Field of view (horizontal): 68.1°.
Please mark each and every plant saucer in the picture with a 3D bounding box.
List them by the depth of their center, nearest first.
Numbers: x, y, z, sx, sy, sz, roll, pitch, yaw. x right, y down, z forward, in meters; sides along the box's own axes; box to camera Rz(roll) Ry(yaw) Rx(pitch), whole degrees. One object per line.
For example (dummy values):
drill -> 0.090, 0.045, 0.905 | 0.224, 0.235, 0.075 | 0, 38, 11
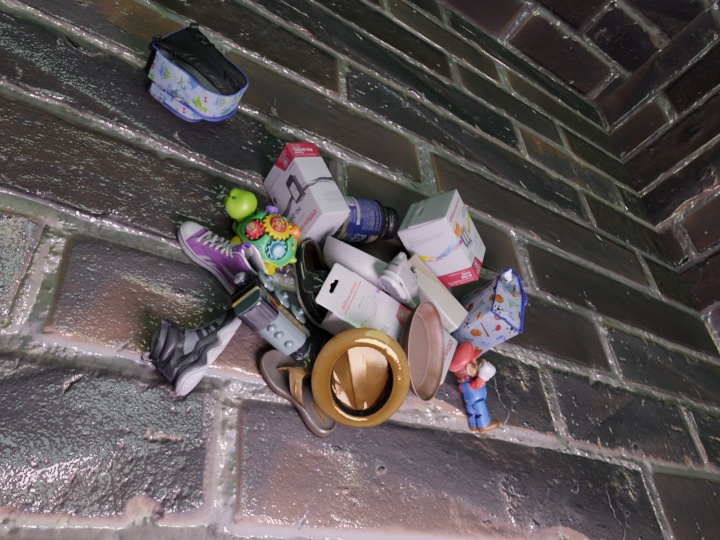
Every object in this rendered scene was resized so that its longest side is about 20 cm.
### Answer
plant saucer -> 0.122, 0.162, 1.080 | 0.200, 0.036, 0.203 | 10, 79, -60

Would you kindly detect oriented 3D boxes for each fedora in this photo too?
fedora -> -0.001, 0.194, 1.007 | 0.200, 0.201, 0.082 | 34, 9, -13

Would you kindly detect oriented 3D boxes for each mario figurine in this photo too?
mario figurine -> 0.274, 0.260, 1.220 | 0.105, 0.123, 0.202 | -10, 84, -53

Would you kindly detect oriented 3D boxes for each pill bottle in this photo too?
pill bottle -> -0.004, -0.125, 1.321 | 0.198, 0.112, 0.113 | 3, 57, -38

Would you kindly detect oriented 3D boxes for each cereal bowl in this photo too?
cereal bowl -> 0.000, 0.000, 1.205 | 0.198, 0.084, 0.200 | 25, 1, 0

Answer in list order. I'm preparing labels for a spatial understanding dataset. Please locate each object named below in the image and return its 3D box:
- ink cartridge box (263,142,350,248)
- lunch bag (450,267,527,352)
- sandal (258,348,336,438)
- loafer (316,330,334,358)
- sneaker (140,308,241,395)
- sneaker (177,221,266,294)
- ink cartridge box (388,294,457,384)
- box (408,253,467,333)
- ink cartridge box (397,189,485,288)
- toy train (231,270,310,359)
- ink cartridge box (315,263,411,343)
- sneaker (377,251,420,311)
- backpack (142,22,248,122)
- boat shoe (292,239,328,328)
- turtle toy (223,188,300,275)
ink cartridge box -> -0.128, -0.169, 1.227 | 0.083, 0.145, 0.201 | -10, 64, -41
lunch bag -> 0.335, 0.102, 1.378 | 0.123, 0.170, 0.201 | 37, 41, -14
sandal -> -0.110, 0.225, 1.002 | 0.201, 0.055, 0.081 | 52, 42, 6
loafer -> -0.038, 0.136, 1.110 | 0.201, 0.067, 0.071 | -62, 143, -45
sneaker -> -0.290, 0.111, 0.927 | 0.113, 0.076, 0.201 | 37, 40, -6
sneaker -> -0.264, -0.044, 1.043 | 0.200, 0.114, 0.073 | 42, 43, -3
ink cartridge box -> 0.112, 0.163, 1.211 | 0.200, 0.083, 0.147 | 41, 42, -6
box -> 0.160, 0.070, 1.318 | 0.200, 0.095, 0.078 | 49, 41, 1
ink cartridge box -> 0.215, -0.078, 1.393 | 0.201, 0.143, 0.146 | 56, 37, -24
toy train -> -0.164, 0.087, 0.992 | 0.200, 0.085, 0.114 | 52, 6, -36
ink cartridge box -> 0.000, 0.089, 1.080 | 0.199, 0.068, 0.117 | 34, 49, -8
sneaker -> 0.100, 0.032, 1.116 | 0.074, 0.200, 0.083 | 27, 77, 24
backpack -> -0.373, -0.438, 1.234 | 0.199, 0.147, 0.184 | 37, 41, -4
boat shoe -> -0.098, 0.028, 1.158 | 0.071, 0.068, 0.202 | 2, 60, -38
turtle toy -> -0.210, -0.087, 1.128 | 0.200, 0.101, 0.146 | 40, 42, -7
